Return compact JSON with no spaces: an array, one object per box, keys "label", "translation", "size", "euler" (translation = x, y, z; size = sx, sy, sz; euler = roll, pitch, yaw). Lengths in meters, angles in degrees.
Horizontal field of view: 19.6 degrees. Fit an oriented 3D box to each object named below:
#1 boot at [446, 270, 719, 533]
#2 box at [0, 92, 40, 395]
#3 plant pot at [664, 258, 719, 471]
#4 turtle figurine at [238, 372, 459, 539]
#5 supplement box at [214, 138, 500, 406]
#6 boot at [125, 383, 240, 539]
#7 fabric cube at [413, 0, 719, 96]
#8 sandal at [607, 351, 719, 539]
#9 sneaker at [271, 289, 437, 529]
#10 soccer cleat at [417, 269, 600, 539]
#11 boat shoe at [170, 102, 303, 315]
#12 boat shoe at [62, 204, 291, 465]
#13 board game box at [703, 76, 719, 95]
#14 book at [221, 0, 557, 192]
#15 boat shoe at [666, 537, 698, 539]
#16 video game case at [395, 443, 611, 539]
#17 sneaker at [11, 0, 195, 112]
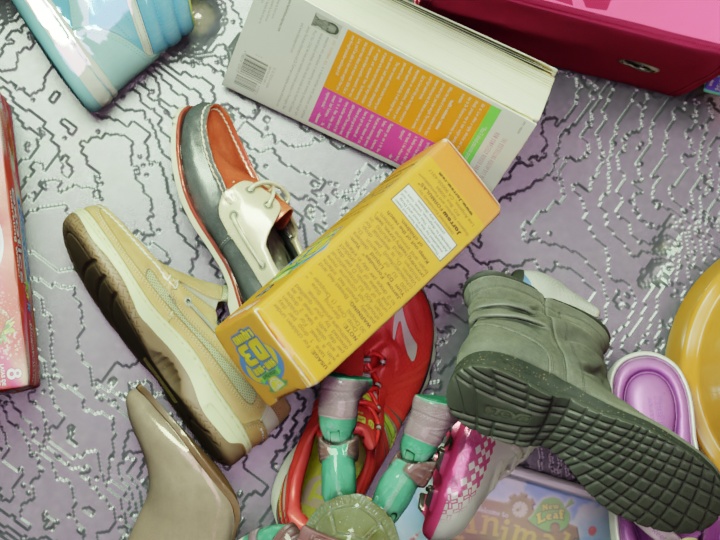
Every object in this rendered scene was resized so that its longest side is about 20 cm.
[{"label":"boot","translation":[0.150,0.074,1.330],"size":[0.199,0.131,0.068],"euler":[29,124,-6]},{"label":"box","translation":[-0.270,-0.016,1.376],"size":[0.095,0.100,0.202],"euler":[-7,87,-4]},{"label":"plant pot","translation":[0.316,0.068,1.371],"size":[0.199,0.183,0.202],"euler":[0,87,-4]},{"label":"turtle figurine","translation":[-0.001,0.171,1.319],"size":[0.149,0.101,0.201],"euler":[13,93,-5]},{"label":"supplement box","translation":[0.000,0.000,1.349],"size":[0.069,0.066,0.200],"euler":[50,57,-7]},{"label":"boot","translation":[-0.136,0.196,1.390],"size":[0.146,0.070,0.200],"euler":[-40,90,-3]},{"label":"fabric cube","translation":[0.153,-0.241,1.371],"size":[0.198,0.196,0.201],"euler":[13,86,-4]},{"label":"sandal","translation":[0.199,0.147,1.353],"size":[0.082,0.050,0.204],"euler":[-12,71,-9]},{"label":"sneaker","translation":[0.002,0.096,1.396],"size":[0.077,0.085,0.201],"euler":[20,86,-3]},{"label":"soccer cleat","translation":[0.104,0.096,1.397],"size":[0.086,0.070,0.201],"euler":[22,73,-1]},{"label":"boat shoe","translation":[-0.067,-0.024,1.394],"size":[0.062,0.071,0.201],"euler":[-23,84,32]},{"label":"boat shoe","translation":[-0.121,0.031,1.407],"size":[0.076,0.072,0.201],"euler":[-37,100,-17]},{"label":"board game box","translation":[0.275,-0.233,1.367],"size":[0.045,0.152,0.201],"euler":[14,61,-4]},{"label":"book","translation":[0.014,-0.123,1.388],"size":[0.199,0.134,0.048],"euler":[26,58,-3]},{"label":"boat shoe","translation":[0.162,0.198,1.301],"size":[0.200,0.073,0.064],"euler":[-19,92,19]},{"label":"video game case","translation":[0.102,0.227,1.428],"size":[0.199,0.022,0.183],"euler":[16,86,-3]},{"label":"sneaker","translation":[-0.185,-0.223,1.407],"size":[0.130,0.080,0.201],"euler":[-33,99,-3]}]
